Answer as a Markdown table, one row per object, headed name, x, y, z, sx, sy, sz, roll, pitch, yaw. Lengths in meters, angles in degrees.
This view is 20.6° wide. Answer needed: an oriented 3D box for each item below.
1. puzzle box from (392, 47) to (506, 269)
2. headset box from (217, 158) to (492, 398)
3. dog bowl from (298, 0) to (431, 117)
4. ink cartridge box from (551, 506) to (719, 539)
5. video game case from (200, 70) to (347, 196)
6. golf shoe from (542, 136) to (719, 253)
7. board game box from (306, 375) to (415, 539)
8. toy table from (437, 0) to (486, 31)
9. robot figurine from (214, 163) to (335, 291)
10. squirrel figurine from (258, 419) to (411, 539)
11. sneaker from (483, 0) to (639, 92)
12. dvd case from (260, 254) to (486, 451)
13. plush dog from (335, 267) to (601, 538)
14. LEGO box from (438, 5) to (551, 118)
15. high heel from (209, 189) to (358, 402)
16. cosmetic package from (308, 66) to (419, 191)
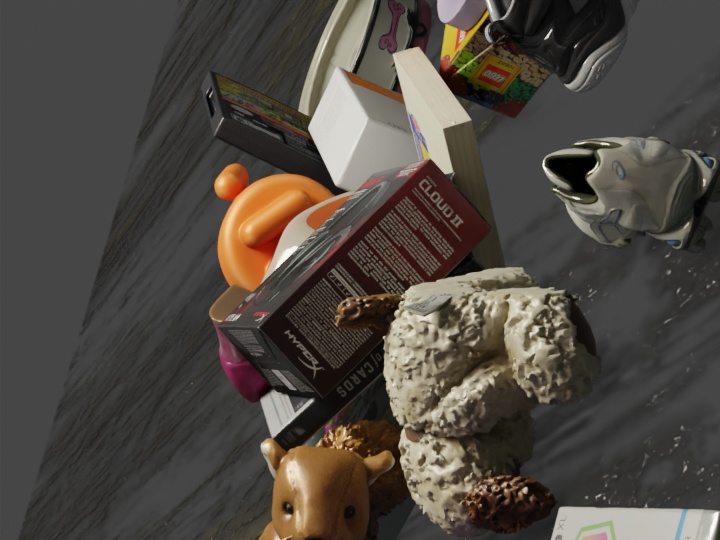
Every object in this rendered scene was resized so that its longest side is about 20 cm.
| name | x | y | z | sx | sy | sz | roll | pitch | yaw |
| --- | --- | --- | --- | --- | --- | --- | --- | --- | --- |
| puzzle box | 0.070 | -0.090 | 1.595 | 0.200 | 0.025 | 0.134 | -114 | 7 | -65 |
| headset box | 0.000 | 0.000 | 1.486 | 0.200 | 0.077 | 0.149 | -45 | 10 | -11 |
| dog bowl | 0.007 | -0.216 | 2.059 | 0.201 | 0.073 | 0.201 | -59 | 17 | 31 |
| ink cartridge box | 0.138 | 0.182 | 1.037 | 0.200 | 0.059 | 0.104 | -10 | 60 | 62 |
| video game case | -0.055 | -0.120 | 1.901 | 0.026 | 0.199 | 0.181 | -62 | 16 | 14 |
| golf shoe | 0.158 | -0.062 | 1.280 | 0.200 | 0.097 | 0.079 | -177 | 105 | -76 |
| board game box | 0.010 | 0.123 | 1.617 | 0.148 | 0.064 | 0.200 | -62 | 16 | 23 |
| toy table | 0.062 | -0.306 | 1.601 | 0.184 | 0.116 | 0.201 | -48 | 25 | 52 |
| robot figurine | -0.069 | -0.024 | 1.743 | 0.200 | 0.143 | 0.117 | 143 | 144 | -83 |
| squirrel figurine | -0.028 | 0.184 | 1.428 | 0.201 | 0.140 | 0.188 | -73 | -14 | -52 |
| sneaker | 0.156 | -0.243 | 1.488 | 0.075 | 0.113 | 0.201 | -24 | 47 | 69 |
| dvd case | 0.008 | 0.054 | 1.518 | 0.200 | 0.025 | 0.150 | -42 | 10 | 0 |
| plush dog | 0.068 | 0.096 | 1.341 | 0.200 | 0.159 | 0.173 | -150 | 55 | -77 |
| LEGO box | 0.137 | -0.254 | 1.641 | 0.149 | 0.077 | 0.201 | 129 | 157 | -50 |
| high heel | -0.041 | 0.016 | 1.612 | 0.200 | 0.097 | 0.067 | -37 | 44 | -23 |
| cosmetic package | 0.020 | -0.117 | 1.826 | 0.072 | 0.101 | 0.200 | -64 | 16 | 14 |
